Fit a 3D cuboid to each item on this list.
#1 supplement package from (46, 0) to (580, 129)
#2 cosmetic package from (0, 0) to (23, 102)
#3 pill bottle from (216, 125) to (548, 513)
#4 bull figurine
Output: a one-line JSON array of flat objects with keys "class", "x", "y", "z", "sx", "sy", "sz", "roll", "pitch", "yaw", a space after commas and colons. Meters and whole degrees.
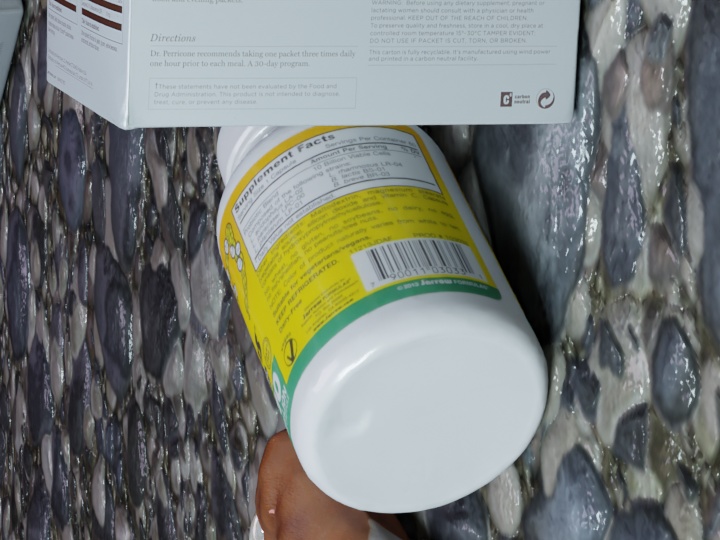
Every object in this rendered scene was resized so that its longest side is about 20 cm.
[{"class": "supplement package", "x": -0.021, "y": -0.167, "z": 1.022, "sx": 0.147, "sy": 0.190, "sz": 0.201, "roll": -149, "pitch": 59, "yaw": -67}, {"class": "cosmetic package", "x": -0.382, "y": -0.248, "z": 2.101, "sx": 0.165, "sy": 0.164, "sz": 0.201, "roll": 117, "pitch": 146, "yaw": -55}, {"class": "pill bottle", "x": 0.000, "y": 0.000, "z": 1.101, "sx": 0.200, "sy": 0.112, "sz": 0.113, "roll": -114, "pitch": 29, "yaw": -46}, {"class": "bull figurine", "x": -0.005, "y": 0.157, "z": 1.200, "sx": 0.200, "sy": 0.065, "sz": 0.122, "roll": -116, "pitch": 34, "yaw": -51}]
